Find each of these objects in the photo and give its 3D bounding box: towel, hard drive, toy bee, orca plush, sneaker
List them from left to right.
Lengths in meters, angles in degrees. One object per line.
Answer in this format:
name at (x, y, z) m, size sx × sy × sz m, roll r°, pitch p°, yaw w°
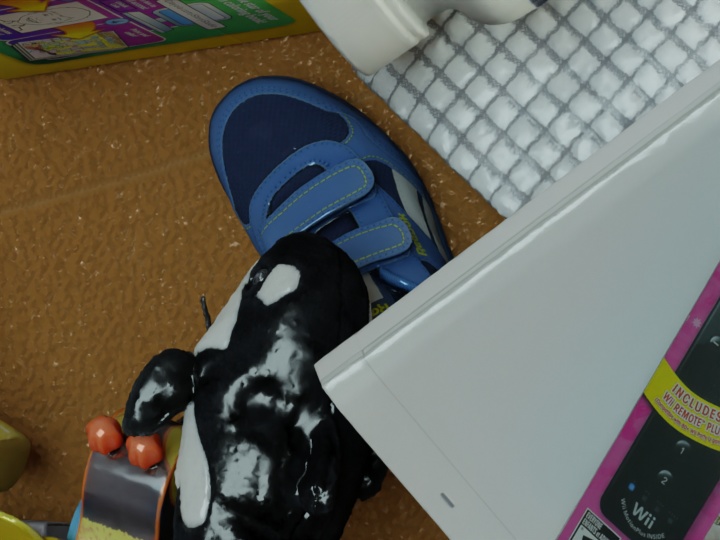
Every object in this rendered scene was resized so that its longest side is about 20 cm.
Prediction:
toy bee at (-0.094, 0.098, 0.995) m, size 0.130 × 0.109 × 0.202 m, roll -5°, pitch 74°, yaw 13°
orca plush at (-0.039, 0.081, 0.921) m, size 0.105 × 0.071 × 0.201 m, roll 37°, pitch 75°, yaw -17°
sneaker at (0.000, 0.000, 1.024) m, size 0.074 × 0.082 × 0.201 m, roll -39°, pitch 73°, yaw 12°
hard drive at (0.101, 0.023, 0.912) m, size 0.199 × 0.026 × 0.132 m, roll -37°, pitch 118°, yaw 7°
towel at (0.118, -0.076, 0.996) m, size 0.200 × 0.086 × 0.166 m, roll 43°, pitch 96°, yaw 19°

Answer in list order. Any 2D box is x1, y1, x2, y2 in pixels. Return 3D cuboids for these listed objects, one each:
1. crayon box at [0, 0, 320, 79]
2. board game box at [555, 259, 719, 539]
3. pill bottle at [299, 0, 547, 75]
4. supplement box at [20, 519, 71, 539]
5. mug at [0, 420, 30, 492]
crayon box at (-0.111, -0.132, 1.011) m, size 0.171 × 0.200 × 0.059 m, roll -8°, pitch 81°, yaw 16°
board game box at (0.169, 0.061, 0.841) m, size 0.147 × 0.064 × 0.201 m, roll 40°, pitch 112°, yaw 30°
pill bottle at (0.061, -0.161, 0.924) m, size 0.199 × 0.111 × 0.111 m, roll -34°, pitch 75°, yaw 9°
supplement box at (-0.173, 0.205, 1.068) m, size 0.108 × 0.061 × 0.202 m, roll 1°, pitch 83°, yaw 18°
mug at (-0.240, 0.022, 1.061) m, size 0.185 × 0.153 × 0.151 m, roll -5°, pitch 82°, yaw 17°
